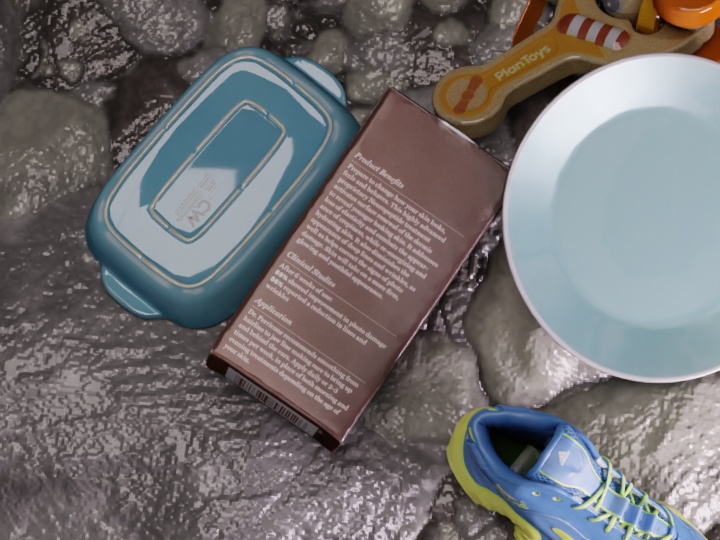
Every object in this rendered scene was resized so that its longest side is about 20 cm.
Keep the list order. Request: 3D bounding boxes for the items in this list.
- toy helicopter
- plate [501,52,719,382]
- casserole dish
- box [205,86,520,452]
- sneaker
[{"bbox_3d":[0.127,-0.149,1.749,0.200,0.079,0.132,-31,58,-12],"label":"toy helicopter"},{"bbox_3d":[0.182,-0.032,1.714,0.200,0.026,0.201,0,93,-8],"label":"plate"},{"bbox_3d":[-0.087,-0.057,1.762,0.121,0.039,0.200,38,81,14],"label":"casserole dish"},{"bbox_3d":[0.000,0.000,1.712,0.100,0.075,0.200,35,80,0],"label":"box"},{"bbox_3d":[0.134,0.145,1.650,0.200,0.105,0.076,31,79,13],"label":"sneaker"}]
